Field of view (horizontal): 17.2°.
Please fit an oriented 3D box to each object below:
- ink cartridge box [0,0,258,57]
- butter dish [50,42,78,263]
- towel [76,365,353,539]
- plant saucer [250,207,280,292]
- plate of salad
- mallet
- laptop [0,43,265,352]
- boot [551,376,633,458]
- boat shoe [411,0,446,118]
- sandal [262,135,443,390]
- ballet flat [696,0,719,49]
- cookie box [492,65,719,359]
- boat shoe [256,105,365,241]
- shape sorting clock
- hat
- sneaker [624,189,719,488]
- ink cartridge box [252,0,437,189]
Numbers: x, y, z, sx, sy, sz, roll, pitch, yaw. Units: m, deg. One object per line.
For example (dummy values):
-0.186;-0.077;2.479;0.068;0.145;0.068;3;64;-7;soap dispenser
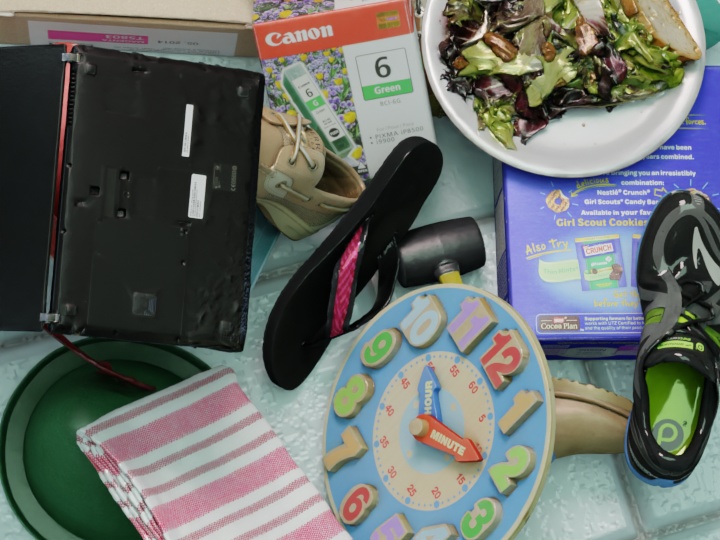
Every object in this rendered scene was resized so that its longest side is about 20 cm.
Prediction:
-0.161;-0.243;1.702;0.200;0.075;0.165;3;77;-5;ink cartridge box
-0.165;-0.080;1.584;0.148;0.200;0.199;-42;83;0;butter dish
-0.078;0.158;1.548;0.146;0.030;0.200;-24;74;-50;towel
-0.080;-0.039;1.604;0.019;0.200;0.070;-18;110;16;plant saucer
0.142;-0.162;1.648;0.200;0.048;0.200;1;75;-4;plate of salad
0.067;0.043;1.628;0.066;0.041;0.200;-9;48;-4;mallet
-0.174;-0.044;1.476;0.200;0.103;0.177;6;84;-24;laptop
0.096;0.170;1.628;0.175;0.066;0.200;12;74;10;boot
0.039;-0.207;1.713;0.068;0.072;0.200;-10;77;-9;boat shoe
0.000;0.000;1.630;0.045;0.075;0.200;37;96;29;sandal
0.170;-0.209;1.724;0.200;0.070;0.067;33;120;6;ballet flat
0.181;-0.041;1.682;0.171;0.075;0.200;0;76;-5;cookie box
-0.057;-0.080;1.573;0.064;0.200;0.071;-21;68;15;boat shoe
0.048;0.106;1.577;0.200;0.039;0.200;-14;68;37;shape sorting clock
-0.167;0.102;1.558;0.200;0.176;0.166;15;75;-2;hat
0.217;0.045;1.584;0.071;0.083;0.200;8;82;-4;sneaker
-0.016;-0.157;1.635;0.109;0.050;0.200;-9;121;5;ink cartridge box
